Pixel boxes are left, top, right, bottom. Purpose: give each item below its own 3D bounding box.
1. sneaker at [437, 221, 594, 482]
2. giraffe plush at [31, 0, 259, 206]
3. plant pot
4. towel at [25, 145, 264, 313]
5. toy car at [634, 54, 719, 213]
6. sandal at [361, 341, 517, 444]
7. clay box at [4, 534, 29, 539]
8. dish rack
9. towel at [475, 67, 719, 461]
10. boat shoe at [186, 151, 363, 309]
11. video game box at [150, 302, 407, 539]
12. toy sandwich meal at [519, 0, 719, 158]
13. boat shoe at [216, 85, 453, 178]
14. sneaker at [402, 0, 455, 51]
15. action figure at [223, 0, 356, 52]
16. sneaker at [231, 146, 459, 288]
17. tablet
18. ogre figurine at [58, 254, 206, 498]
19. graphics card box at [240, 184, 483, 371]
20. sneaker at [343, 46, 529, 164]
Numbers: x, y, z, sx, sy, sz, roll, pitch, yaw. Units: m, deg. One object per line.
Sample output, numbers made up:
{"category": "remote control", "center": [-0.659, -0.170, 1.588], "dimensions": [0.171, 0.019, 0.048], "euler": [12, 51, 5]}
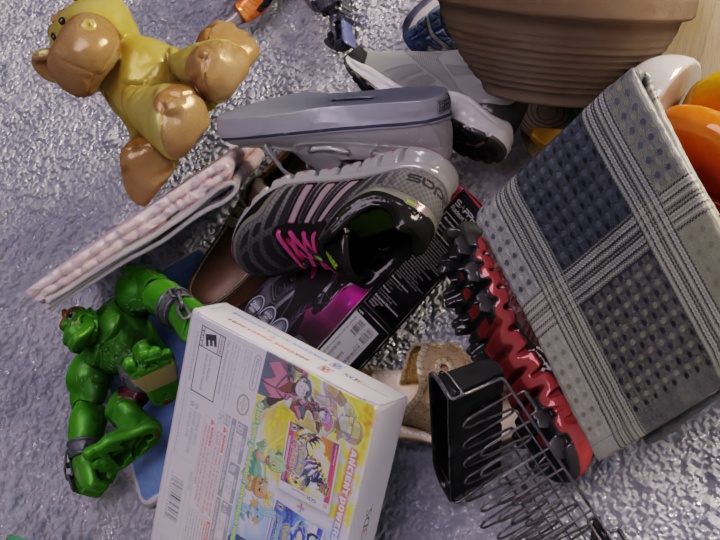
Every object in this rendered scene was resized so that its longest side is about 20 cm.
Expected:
{"category": "sneaker", "center": [0.131, 0.048, 0.962], "dimensions": [0.097, 0.071, 0.202], "euler": [-23, 76, -21]}
{"category": "giraffe plush", "center": [-0.197, -0.174, 1.131], "dimensions": [0.162, 0.200, 0.173], "euler": [38, 89, -11]}
{"category": "plant pot", "center": [0.144, -0.174, 0.971], "dimensions": [0.198, 0.200, 0.094], "euler": [13, 109, 29]}
{"category": "towel", "center": [-0.174, -0.040, 1.118], "dimensions": [0.198, 0.191, 0.032], "euler": [-32, 99, 7]}
{"category": "toy car", "center": [0.226, -0.033, 0.898], "dimensions": [0.174, 0.202, 0.149], "euler": [31, 45, 25]}
{"category": "sandal", "center": [0.045, 0.089, 1.002], "dimensions": [0.209, 0.070, 0.079], "euler": [-7, 63, 22]}
{"category": "clay box", "center": [-0.190, 0.250, 1.006], "dimensions": [0.197, 0.115, 0.048], "euler": [10, 69, 27]}
{"category": "dish rack", "center": [0.116, 0.167, 0.889], "dimensions": [0.054, 0.154, 0.201], "euler": [-25, 56, -12]}
{"category": "towel", "center": [0.169, 0.003, 0.845], "dimensions": [0.193, 0.034, 0.202], "euler": [-45, 65, 51]}
{"category": "boat shoe", "center": [-0.077, -0.050, 1.120], "dimensions": [0.075, 0.074, 0.200], "euler": [37, 82, 32]}
{"category": "video game box", "center": [-0.065, 0.150, 0.981], "dimensions": [0.181, 0.047, 0.203], "euler": [26, 112, 34]}
{"category": "toy sandwich meal", "center": [0.214, -0.146, 1.038], "dimensions": [0.202, 0.070, 0.208], "euler": [-10, 62, 20]}
{"category": "boat shoe", "center": [-0.019, -0.095, 1.052], "dimensions": [0.199, 0.075, 0.087], "euler": [-2, 110, 19]}
{"category": "sneaker", "center": [0.118, -0.254, 1.144], "dimensions": [0.198, 0.077, 0.086], "euler": [-32, 47, -1]}
{"category": "action figure", "center": [-0.072, -0.281, 1.220], "dimensions": [0.192, 0.104, 0.202], "euler": [-31, 54, 19]}
{"category": "sneaker", "center": [-0.021, -0.027, 0.995], "dimensions": [0.198, 0.074, 0.088], "euler": [-16, 38, 27]}
{"category": "tablet", "center": [-0.157, 0.087, 1.130], "dimensions": [0.129, 0.014, 0.202], "euler": [-29, 58, 9]}
{"category": "ogre figurine", "center": [-0.193, 0.079, 1.086], "dimensions": [0.097, 0.202, 0.120], "euler": [-3, 39, -27]}
{"category": "graphics card box", "center": [0.000, 0.000, 1.056], "dimensions": [0.200, 0.051, 0.125], "euler": [-48, 35, -2]}
{"category": "sneaker", "center": [0.065, -0.152, 1.100], "dimensions": [0.199, 0.074, 0.080], "euler": [27, 79, 42]}
